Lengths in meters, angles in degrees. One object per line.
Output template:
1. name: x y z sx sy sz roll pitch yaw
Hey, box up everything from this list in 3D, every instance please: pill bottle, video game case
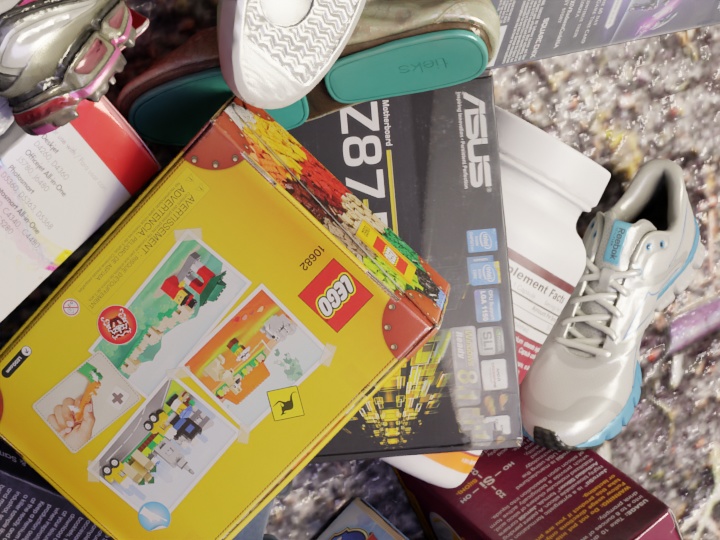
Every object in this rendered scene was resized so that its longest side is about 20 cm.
1. pill bottle: 0.056 0.012 1.214 0.113 0.113 0.201 28 93 -34
2. video game case: 0.154 -0.179 1.206 0.199 0.019 0.143 -14 147 -23

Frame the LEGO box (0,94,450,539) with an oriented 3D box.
1. LEGO box: -0.077 0.036 1.065 0.149 0.077 0.200 43 106 -6

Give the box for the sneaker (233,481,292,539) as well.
1. sneaker: -0.086 0.101 1.194 0.084 0.075 0.201 -23 128 -19

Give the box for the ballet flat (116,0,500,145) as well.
1. ballet flat: -0.027 -0.111 1.097 0.198 0.063 0.068 -10 143 1

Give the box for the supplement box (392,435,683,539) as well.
1. supplement box: 0.110 0.159 1.247 0.085 0.200 0.111 -34 122 -13

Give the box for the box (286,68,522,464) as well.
1. box: 0.000 0.000 1.139 0.160 0.049 0.202 -4 90 2

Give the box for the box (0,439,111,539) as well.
1. box: -0.201 0.156 1.131 0.199 0.036 0.143 28 113 -26

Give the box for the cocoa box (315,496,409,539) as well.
1. cocoa box: -0.005 0.264 1.263 0.200 0.131 0.133 -46 123 -7

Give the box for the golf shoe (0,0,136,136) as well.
1. golf shoe: -0.134 -0.162 1.000 0.092 0.072 0.201 47 43 -31

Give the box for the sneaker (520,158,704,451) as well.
1. sneaker: 0.142 0.013 1.244 0.087 0.074 0.201 80 31 -50

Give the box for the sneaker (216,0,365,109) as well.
1. sneaker: -0.051 -0.177 1.069 0.073 0.118 0.202 13 83 -35

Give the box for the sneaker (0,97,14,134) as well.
1. sneaker: -0.266 -0.077 0.998 0.199 0.075 0.115 -28 124 8

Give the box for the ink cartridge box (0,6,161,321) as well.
1. ink cartridge box: -0.179 -0.047 1.055 0.200 0.116 0.067 -44 123 -7
